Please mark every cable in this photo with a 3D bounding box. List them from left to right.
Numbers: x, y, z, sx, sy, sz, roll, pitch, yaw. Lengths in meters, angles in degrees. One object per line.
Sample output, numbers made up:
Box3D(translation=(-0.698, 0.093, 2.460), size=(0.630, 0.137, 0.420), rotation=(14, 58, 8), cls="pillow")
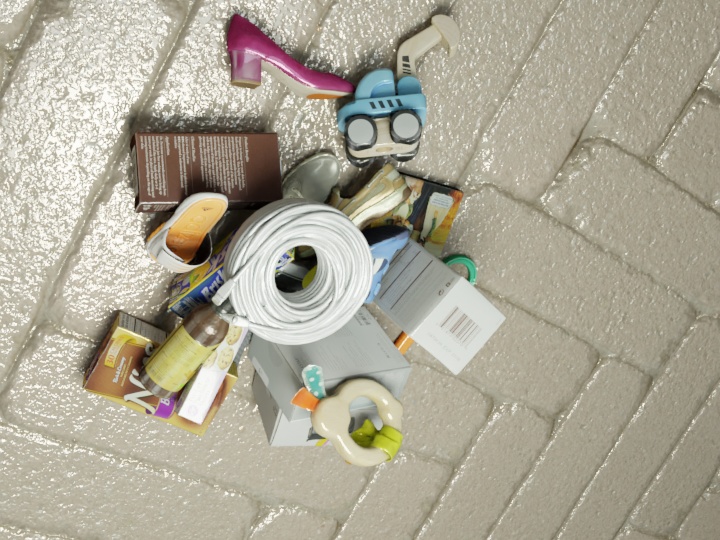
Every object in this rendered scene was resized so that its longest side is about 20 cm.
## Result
Box3D(translation=(-0.084, 0.003, 1.137), size=(0.200, 0.069, 0.200), rotation=(30, 92, -30), cls="cable")

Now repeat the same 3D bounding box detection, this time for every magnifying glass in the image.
Box3D(translation=(0.125, 0.059, 1.448), size=(0.080, 0.022, 0.200), rotation=(36, 96, -31), cls="magnifying glass")

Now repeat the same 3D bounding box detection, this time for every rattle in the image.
Box3D(translation=(-0.045, 0.211, 1.228), size=(0.200, 0.143, 0.131), rotation=(20, 80, -29), cls="rattle")

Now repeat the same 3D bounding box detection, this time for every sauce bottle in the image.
Box3D(translation=(-0.230, 0.094, 1.188), size=(0.065, 0.065, 0.200), rotation=(35, 107, -31), cls="sauce bottle")

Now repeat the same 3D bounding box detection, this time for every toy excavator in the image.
Box3D(translation=(0.057, -0.267, 1.230), size=(0.194, 0.100, 0.201), rotation=(-7, 80, 0), cls="toy excavator")

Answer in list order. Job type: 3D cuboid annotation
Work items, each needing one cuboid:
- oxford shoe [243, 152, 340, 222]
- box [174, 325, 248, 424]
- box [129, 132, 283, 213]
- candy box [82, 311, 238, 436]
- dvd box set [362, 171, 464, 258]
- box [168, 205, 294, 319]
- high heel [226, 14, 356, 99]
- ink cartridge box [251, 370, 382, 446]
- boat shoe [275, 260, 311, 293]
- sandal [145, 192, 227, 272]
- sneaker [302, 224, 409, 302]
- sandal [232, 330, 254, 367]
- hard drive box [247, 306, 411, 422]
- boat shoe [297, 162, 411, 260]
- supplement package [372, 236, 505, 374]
Box3D(translation=(-0.102, -0.095, 1.264), size=(0.200, 0.058, 0.075), rotation=(-44, 120, -2), cls="oxford shoe")
Box3D(translation=(-0.209, 0.125, 1.240), size=(0.041, 0.039, 0.200), rotation=(30, 80, -20), cls="box")
Box3D(translation=(-0.213, -0.136, 1.171), size=(0.199, 0.075, 0.100), rotation=(-3, 85, -20), cls="box")
Box3D(translation=(-0.300, 0.159, 1.272), size=(0.200, 0.056, 0.117), rotation=(27, 103, -21), cls="candy box")
Box3D(translation=(0.070, -0.054, 1.370), size=(0.146, 0.029, 0.200), rotation=(13, 106, -27), cls="dvd box set")
Box3D(translation=(-0.185, -0.002, 1.216), size=(0.200, 0.070, 0.064), rotation=(-35, 123, 24), cls="box")
Box3D(translation=(-0.093, -0.297, 1.188), size=(0.199, 0.067, 0.096), rotation=(2, 89, -26), cls="high heel")
Box3D(translation=(-0.059, 0.204, 1.355), size=(0.199, 0.148, 0.086), rotation=(4, 122, -23), cls="ink cartridge box")
Box3D(translation=(-0.080, 0.028, 1.303), size=(0.200, 0.069, 0.057), rotation=(26, 91, -43), cls="boat shoe")
Box3D(translation=(-0.240, -0.038, 1.164), size=(0.079, 0.059, 0.207), rotation=(3, 154, -29), cls="sandal")
Box3D(translation=(0.000, 0.000, 1.278), size=(0.200, 0.074, 0.082), rotation=(-37, 120, -27), cls="sneaker")
Box3D(translation=(-0.198, 0.091, 1.318), size=(0.076, 0.043, 0.200), rotation=(25, 110, -22), cls="sandal")
Box3D(translation=(-0.049, 0.139, 1.303), size=(0.200, 0.156, 0.077), rotation=(-4, 128, -34), cls="hard drive box")
Box3D(translation=(-0.022, -0.094, 1.292), size=(0.200, 0.072, 0.076), rotation=(-34, 100, 5), cls="boat shoe")
Box3D(translation=(0.103, 0.046, 1.290), size=(0.117, 0.200, 0.117), rotation=(40, 92, -31), cls="supplement package")
